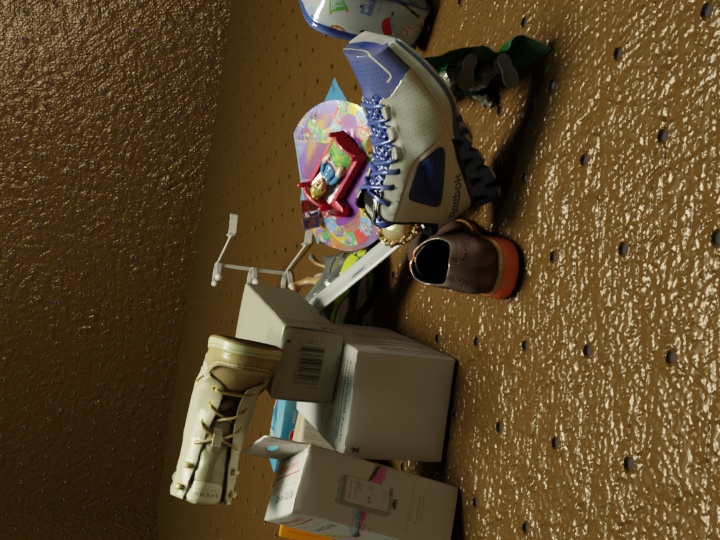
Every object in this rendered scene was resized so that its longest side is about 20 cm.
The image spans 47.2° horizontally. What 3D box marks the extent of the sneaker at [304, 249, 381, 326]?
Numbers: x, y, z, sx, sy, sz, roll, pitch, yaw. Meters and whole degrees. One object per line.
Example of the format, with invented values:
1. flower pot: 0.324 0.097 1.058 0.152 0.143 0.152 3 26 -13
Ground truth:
1. sneaker: -0.037 0.067 1.057 0.081 0.074 0.200 7 70 41

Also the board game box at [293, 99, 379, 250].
1. board game box: -0.037 -0.121 1.081 0.158 0.039 0.200 1 103 42

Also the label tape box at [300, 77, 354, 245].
1. label tape box: -0.025 -0.154 1.178 0.143 0.066 0.200 -114 37 -55

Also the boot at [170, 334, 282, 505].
1. boot: -0.132 0.147 0.792 0.200 0.072 0.155 140 145 -68

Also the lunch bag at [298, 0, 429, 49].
1. lunch bag: -0.008 -0.348 1.028 0.200 0.160 0.076 -109 30 -50

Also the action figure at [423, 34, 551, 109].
1. action figure: 0.092 -0.183 0.799 0.200 0.118 0.055 -146 54 -79

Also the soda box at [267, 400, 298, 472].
1. soda box: -0.097 0.211 1.285 0.068 0.064 0.200 -134 52 -66

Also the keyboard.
1. keyboard: 0.000 0.000 0.970 0.200 0.011 0.056 -40 17 28

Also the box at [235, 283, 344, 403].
1. box: -0.084 0.076 0.917 0.200 0.068 0.082 -145 65 -67

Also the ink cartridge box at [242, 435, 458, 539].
1. ink cartridge box: -0.020 0.226 0.814 0.116 0.200 0.068 133 154 -62

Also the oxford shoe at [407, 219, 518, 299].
1. oxford shoe: 0.078 -0.017 0.805 0.200 0.072 0.071 -165 81 -72

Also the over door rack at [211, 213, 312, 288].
1. over door rack: -0.181 -0.016 1.473 0.200 0.147 0.067 122 150 -55

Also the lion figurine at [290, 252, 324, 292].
1. lion figurine: -0.040 0.053 1.144 0.122 0.072 0.200 -15 59 35

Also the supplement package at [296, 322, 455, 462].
1. supplement package: 0.010 0.129 0.910 0.200 0.109 0.114 -163 80 -72

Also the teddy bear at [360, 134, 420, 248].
1. teddy bear: 0.056 -0.105 0.892 0.145 0.067 0.200 -61 23 16

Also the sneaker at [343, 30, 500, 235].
1. sneaker: 0.036 -0.102 0.730 0.115 0.199 0.081 -43 31 -7

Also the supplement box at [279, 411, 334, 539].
1. supplement box: -0.049 0.231 1.051 0.200 0.073 0.126 -89 12 -66
